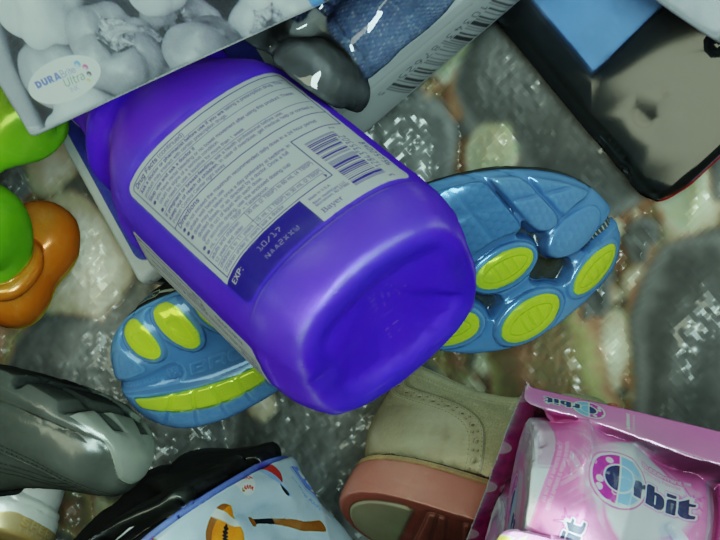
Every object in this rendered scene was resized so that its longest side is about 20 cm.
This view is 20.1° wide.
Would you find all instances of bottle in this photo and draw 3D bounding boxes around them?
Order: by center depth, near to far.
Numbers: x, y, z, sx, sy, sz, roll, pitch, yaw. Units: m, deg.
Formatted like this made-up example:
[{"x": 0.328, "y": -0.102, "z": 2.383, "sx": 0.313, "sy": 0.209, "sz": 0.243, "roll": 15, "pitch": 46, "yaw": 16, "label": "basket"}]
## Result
[{"x": -0.045, "y": -0.031, "z": 0.717, "sx": 0.083, "sy": 0.066, "sz": 0.200, "roll": -38, "pitch": 47, "yaw": -13, "label": "bottle"}]

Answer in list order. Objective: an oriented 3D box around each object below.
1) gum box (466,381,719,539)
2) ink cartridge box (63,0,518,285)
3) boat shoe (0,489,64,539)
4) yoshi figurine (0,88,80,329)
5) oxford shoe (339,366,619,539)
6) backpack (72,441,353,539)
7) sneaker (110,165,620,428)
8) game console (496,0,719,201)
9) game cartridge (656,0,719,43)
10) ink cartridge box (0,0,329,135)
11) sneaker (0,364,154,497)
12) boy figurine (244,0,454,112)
[{"x": 0.087, "y": 0.116, "z": 0.658, "sx": 0.112, "sy": 0.201, "sz": 0.067, "roll": 14, "pitch": 59, "yaw": 1, "label": "gum box"}, {"x": -0.058, "y": -0.132, "z": 0.809, "sx": 0.197, "sy": 0.047, "sz": 0.201, "roll": -39, "pitch": 70, "yaw": 24, "label": "ink cartridge box"}, {"x": -0.202, "y": 0.063, "z": 0.868, "sx": 0.198, "sy": 0.071, "sz": 0.070, "roll": 15, "pitch": 74, "yaw": 26, "label": "boat shoe"}, {"x": -0.182, "y": -0.063, "z": 0.792, "sx": 0.112, "sy": 0.200, "sz": 0.112, "roll": -33, "pitch": 59, "yaw": -1, "label": "yoshi figurine"}, {"x": 0.096, "y": 0.080, "z": 0.740, "sx": 0.198, "sy": 0.071, "sz": 0.075, "roll": 15, "pitch": 60, "yaw": 7, "label": "oxford shoe"}, {"x": -0.074, "y": 0.160, "z": 0.747, "sx": 0.154, "sy": 0.200, "sz": 0.191, "roll": 41, "pitch": 106, "yaw": 4, "label": "backpack"}, {"x": 0.000, "y": 0.000, "z": 0.776, "sx": 0.198, "sy": 0.083, "sz": 0.071, "roll": -17, "pitch": 110, "yaw": 8, "label": "sneaker"}, {"x": 0.112, "y": -0.155, "z": 0.755, "sx": 0.177, "sy": 0.031, "sz": 0.201, "roll": -42, "pitch": 74, "yaw": 16, "label": "game console"}, {"x": 0.110, "y": -0.188, "z": 0.724, "sx": 0.133, "sy": 0.041, "sz": 0.201, "roll": -37, "pitch": 76, "yaw": 18, "label": "game cartridge"}, {"x": -0.074, "y": -0.164, "z": 0.631, "sx": 0.197, "sy": 0.043, "sz": 0.201, "roll": -20, "pitch": 109, "yaw": 29, "label": "ink cartridge box"}, {"x": -0.164, "y": 0.068, "z": 0.779, "sx": 0.199, "sy": 0.075, "sz": 0.080, "roll": 10, "pitch": 83, "yaw": 33, "label": "sneaker"}, {"x": 0.035, "y": -0.149, "z": 0.701, "sx": 0.124, "sy": 0.064, "sz": 0.200, "roll": 41, "pitch": 101, "yaw": 5, "label": "boy figurine"}]
